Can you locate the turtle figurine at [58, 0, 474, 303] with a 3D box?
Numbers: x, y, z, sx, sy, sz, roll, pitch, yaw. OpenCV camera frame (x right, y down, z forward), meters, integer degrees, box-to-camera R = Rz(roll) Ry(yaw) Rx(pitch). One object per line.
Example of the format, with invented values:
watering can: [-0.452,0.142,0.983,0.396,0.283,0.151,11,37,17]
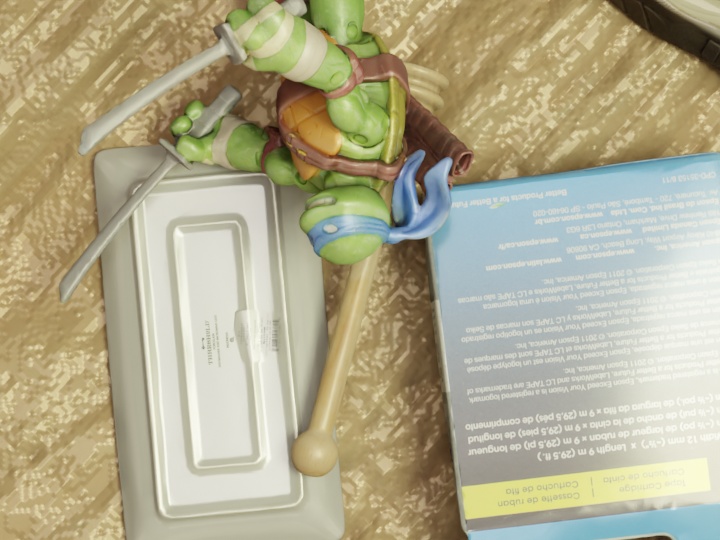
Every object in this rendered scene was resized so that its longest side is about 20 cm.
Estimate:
turtle figurine: [-0.054,-0.101,0.895,0.200,0.144,0.194,-3,64,12]

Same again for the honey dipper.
honey dipper: [0.000,0.000,0.954,0.038,0.038,0.200,15,84,0]

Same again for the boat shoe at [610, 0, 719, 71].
boat shoe: [0.205,-0.116,0.951,0.200,0.076,0.072,36,85,0]

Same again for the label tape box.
label tape box: [0.110,0.053,0.944,0.143,0.066,0.200,-7,89,0]

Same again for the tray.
tray: [-0.068,0.036,0.963,0.107,0.022,0.200,-5,87,-2]
